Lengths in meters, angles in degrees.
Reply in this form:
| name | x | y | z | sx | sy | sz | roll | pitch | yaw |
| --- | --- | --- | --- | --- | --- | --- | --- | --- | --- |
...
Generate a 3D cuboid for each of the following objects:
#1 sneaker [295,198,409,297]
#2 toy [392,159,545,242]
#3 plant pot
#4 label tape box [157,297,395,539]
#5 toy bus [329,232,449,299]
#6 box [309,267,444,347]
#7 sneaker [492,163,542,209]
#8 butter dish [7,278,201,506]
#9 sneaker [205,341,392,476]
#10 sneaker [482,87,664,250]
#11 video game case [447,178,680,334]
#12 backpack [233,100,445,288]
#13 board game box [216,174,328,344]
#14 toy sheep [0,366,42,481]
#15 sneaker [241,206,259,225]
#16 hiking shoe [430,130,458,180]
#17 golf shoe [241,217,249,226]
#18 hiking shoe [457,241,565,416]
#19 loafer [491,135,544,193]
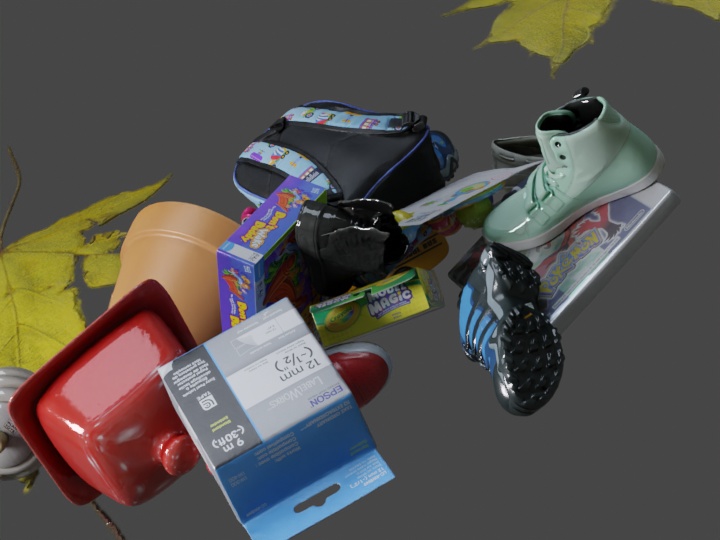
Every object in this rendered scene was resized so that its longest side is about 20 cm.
| name | x | y | z | sx | sy | sz | roll | pitch | yaw |
| --- | --- | --- | --- | --- | --- | --- | --- | --- | --- |
| sneaker | 0.000 | -0.018 | 1.560 | 0.103 | 0.200 | 0.061 | 10 | 69 | 16 |
| toy | 0.095 | -0.059 | 1.650 | 0.199 | 0.048 | 0.115 | -23 | 10 | -39 |
| plant pot | -0.197 | 0.041 | 1.810 | 0.199 | 0.201 | 0.141 | -8 | 43 | 40 |
| label tape box | -0.078 | 0.137 | 1.466 | 0.142 | 0.066 | 0.200 | -28 | 49 | -11 |
| toy bus | 0.000 | 0.000 | 1.807 | 0.199 | 0.079 | 0.065 | -28 | 20 | -6 |
| box | 0.019 | 0.036 | 1.629 | 0.116 | 0.049 | 0.200 | -20 | -5 | 8 |
| sneaker | 0.198 | -0.039 | 1.682 | 0.108 | 0.070 | 0.200 | -36 | 29 | 4 |
| butter dish | -0.213 | 0.150 | 1.597 | 0.200 | 0.200 | 0.147 | -42 | 50 | -17 |
| sneaker | -0.061 | 0.142 | 1.549 | 0.199 | 0.072 | 0.113 | -28 | 15 | 19 |
| sneaker | 0.178 | -0.100 | 1.558 | 0.199 | 0.118 | 0.074 | -29 | 38 | 27 |
| video game case | 0.196 | -0.031 | 1.593 | 0.200 | 0.023 | 0.182 | -48 | 33 | 0 |
| backpack | -0.029 | -0.093 | 1.748 | 0.199 | 0.135 | 0.183 | 20 | 56 | 39 |
| board game box | -0.085 | 0.025 | 1.617 | 0.044 | 0.201 | 0.135 | 21 | 46 | 22 |
| toy sheep | -0.396 | 0.174 | 1.798 | 0.137 | 0.139 | 0.200 | -27 | 16 | -3 |
| sneaker | -0.059 | -0.084 | 2.059 | 0.199 | 0.075 | 0.081 | -32 | 21 | 6 |
| hiking shoe | 0.069 | -0.140 | 2.028 | 0.074 | 0.087 | 0.200 | -16 | 23 | 24 |
| golf shoe | -0.112 | -0.028 | 1.911 | 0.078 | 0.098 | 0.199 | -42 | 20 | -21 |
| hiking shoe | 0.135 | 0.069 | 1.496 | 0.087 | 0.074 | 0.201 | -55 | 24 | 35 |
| loafer | 0.233 | -0.134 | 1.862 | 0.199 | 0.070 | 0.070 | -8 | 27 | 41 |
